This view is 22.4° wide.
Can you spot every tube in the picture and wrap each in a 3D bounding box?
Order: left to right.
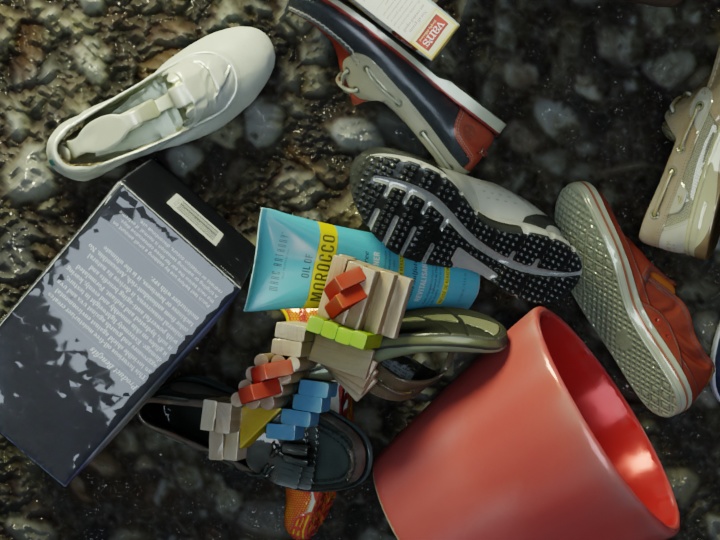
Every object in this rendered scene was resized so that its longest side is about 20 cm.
[{"bbox_3d":[0.000,0.000,1.390,0.200,0.050,0.078,6,94,-36],"label":"tube"}]

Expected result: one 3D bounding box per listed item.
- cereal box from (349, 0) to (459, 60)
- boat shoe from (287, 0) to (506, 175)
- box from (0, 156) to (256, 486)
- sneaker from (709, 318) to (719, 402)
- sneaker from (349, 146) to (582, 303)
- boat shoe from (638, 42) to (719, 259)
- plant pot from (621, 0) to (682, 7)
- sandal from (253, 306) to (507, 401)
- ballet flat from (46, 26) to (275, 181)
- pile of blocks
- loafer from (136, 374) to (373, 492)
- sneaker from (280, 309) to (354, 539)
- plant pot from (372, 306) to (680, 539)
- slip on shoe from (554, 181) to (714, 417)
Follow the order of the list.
[{"bbox_3d":[-0.015,-0.232,1.365,0.200,0.144,0.040,39,97,-4],"label":"cereal box"},{"bbox_3d":[0.019,-0.149,1.416,0.200,0.071,0.063,37,100,-8],"label":"boat shoe"},{"bbox_3d":[-0.187,0.034,1.376,0.123,0.200,0.198,42,97,-5],"label":"box"},{"bbox_3d":[0.339,0.027,1.412,0.070,0.109,0.200,29,97,-3],"label":"sneaker"},{"bbox_3d":[0.075,-0.040,1.404,0.200,0.080,0.074,27,113,-21],"label":"sneaker"},{"bbox_3d":[0.265,-0.112,1.415,0.065,0.072,0.201,14,90,20],"label":"boat shoe"},{"bbox_3d":[0.155,-0.287,1.338,0.198,0.200,0.201,12,98,-8],"label":"plant pot"},{"bbox_3d":[0.017,0.071,1.382,0.200,0.080,0.058,-14,102,15],"label":"sandal"},{"bbox_3d":[-0.156,-0.126,1.421,0.200,0.069,0.070,-27,97,4],"label":"ballet flat"},{"bbox_3d":[-0.041,0.073,1.321,0.082,0.062,0.200,43,101,12],"label":"pile of blocks"},{"bbox_3d":[-0.086,0.131,1.409,0.200,0.063,0.072,13,102,33],"label":"loafer"},{"bbox_3d":[-0.045,0.115,1.459,0.077,0.073,0.201,6,91,14],"label":"sneaker"},{"bbox_3d":[0.120,0.158,1.402,0.177,0.200,0.201,-34,96,14],"label":"plant pot"},{"bbox_3d":[0.216,0.018,1.441,0.061,0.074,0.200,-30,91,-30],"label":"slip on shoe"}]
